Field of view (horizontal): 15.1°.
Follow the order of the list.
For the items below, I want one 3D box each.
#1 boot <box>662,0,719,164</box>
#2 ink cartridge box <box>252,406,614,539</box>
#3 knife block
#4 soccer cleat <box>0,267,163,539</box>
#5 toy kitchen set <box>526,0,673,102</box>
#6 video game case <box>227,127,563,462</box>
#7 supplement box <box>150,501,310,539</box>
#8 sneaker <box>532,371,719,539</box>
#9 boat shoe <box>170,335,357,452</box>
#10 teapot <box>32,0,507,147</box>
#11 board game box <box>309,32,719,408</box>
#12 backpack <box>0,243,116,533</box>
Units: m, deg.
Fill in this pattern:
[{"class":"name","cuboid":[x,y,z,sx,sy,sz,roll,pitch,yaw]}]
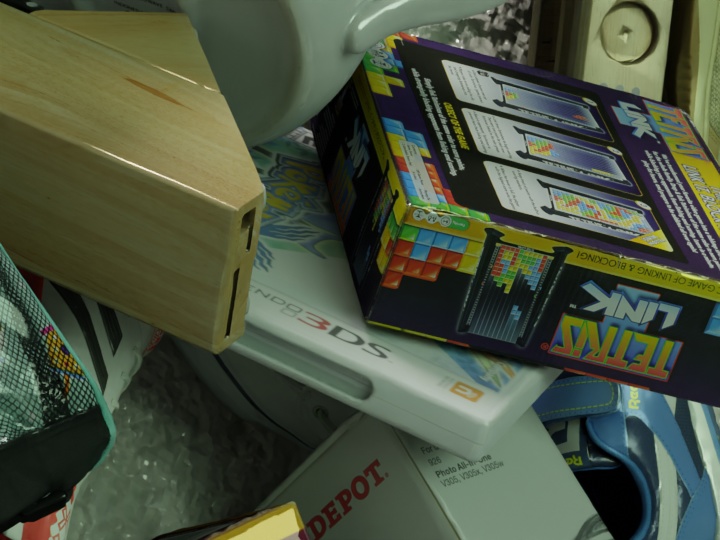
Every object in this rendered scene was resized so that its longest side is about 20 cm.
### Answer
[{"class":"boot","cuboid":[0.204,-0.083,1.317,0.155,0.073,0.200,-3,104,-26]},{"class":"ink cartridge box","cuboid":[0.044,0.160,1.079,0.084,0.146,0.200,-15,68,-44]},{"class":"knife block","cuboid":[-0.141,-0.048,1.006,0.175,0.064,0.200,-2,34,-17]},{"class":"soccer cleat","cuboid":[-0.116,0.039,1.074,0.085,0.069,0.200,16,59,-35]},{"class":"toy kitchen set","cuboid":[0.052,-0.136,1.202,0.200,0.163,0.181,5,95,-18]},{"class":"video game case","cuboid":[0.000,0.000,1.096,0.182,0.022,0.200,25,23,13]},{"class":"supplement box","cuboid":[-0.043,0.200,1.042,0.086,0.110,0.200,-23,90,-29]},{"class":"sneaker","cuboid":[0.111,0.053,1.252,0.082,0.074,0.200,-16,85,-39]},{"class":"boat shoe","cuboid":[0.005,0.050,1.169,0.200,0.067,0.074,39,54,-23]},{"class":"teapot","cuboid":[-0.059,-0.155,1.104,0.200,0.197,0.146,48,52,-20]},{"class":"board game box","cuboid":[0.073,-0.026,1.112,0.165,0.057,0.200,15,23,-14]},{"class":"backpack","cuboid":[-0.208,0.018,0.937,0.153,0.176,0.200,-17,82,-45]}]
